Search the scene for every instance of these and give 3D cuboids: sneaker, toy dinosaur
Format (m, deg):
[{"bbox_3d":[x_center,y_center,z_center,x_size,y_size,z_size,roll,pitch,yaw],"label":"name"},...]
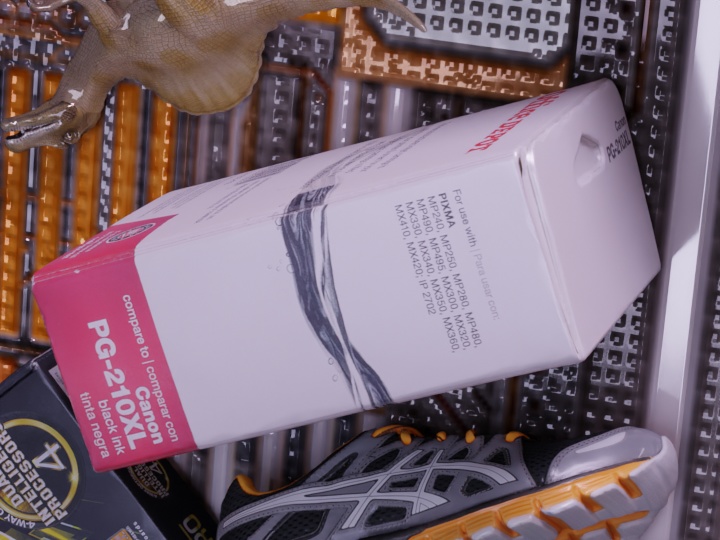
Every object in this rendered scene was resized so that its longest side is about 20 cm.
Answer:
[{"bbox_3d":[0.029,0.095,1.112,0.200,0.078,0.077,-18,59,9],"label":"sneaker"},{"bbox_3d":[-0.068,-0.110,1.112,0.200,0.058,0.101,-18,112,29],"label":"toy dinosaur"}]

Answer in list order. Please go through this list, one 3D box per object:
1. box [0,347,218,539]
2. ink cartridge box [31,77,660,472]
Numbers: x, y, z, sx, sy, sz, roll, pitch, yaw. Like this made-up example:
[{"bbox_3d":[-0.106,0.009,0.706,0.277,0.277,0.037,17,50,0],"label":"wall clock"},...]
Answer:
[{"bbox_3d":[-0.126,0.153,1.188,0.161,0.049,0.200,-36,91,25],"label":"box"},{"bbox_3d":[0.000,0.000,1.057,0.200,0.145,0.084,-14,100,21],"label":"ink cartridge box"}]
